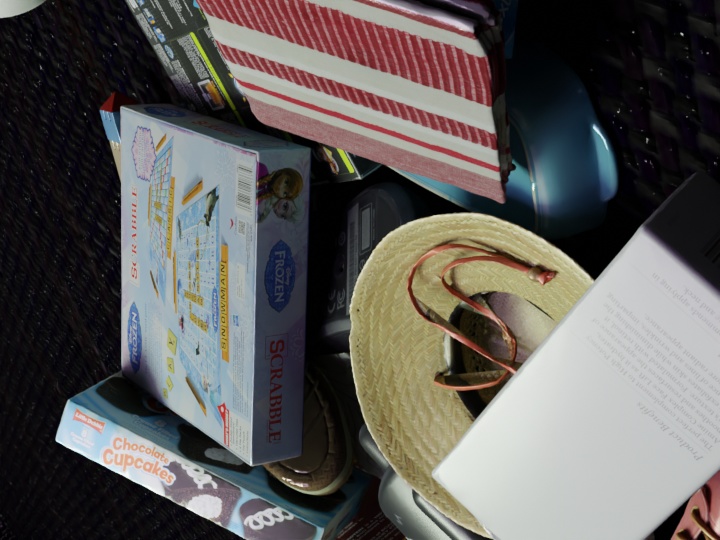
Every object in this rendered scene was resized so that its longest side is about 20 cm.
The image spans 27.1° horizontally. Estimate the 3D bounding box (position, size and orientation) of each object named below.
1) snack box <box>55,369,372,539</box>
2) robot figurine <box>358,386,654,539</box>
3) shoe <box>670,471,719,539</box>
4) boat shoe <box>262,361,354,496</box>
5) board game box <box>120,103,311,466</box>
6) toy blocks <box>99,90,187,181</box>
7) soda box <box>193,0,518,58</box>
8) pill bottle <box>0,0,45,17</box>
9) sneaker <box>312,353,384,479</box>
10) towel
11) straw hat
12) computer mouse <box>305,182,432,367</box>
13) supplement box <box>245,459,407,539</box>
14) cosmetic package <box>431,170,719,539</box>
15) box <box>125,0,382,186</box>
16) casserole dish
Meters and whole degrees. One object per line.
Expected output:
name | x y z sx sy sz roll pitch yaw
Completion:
snack box | -0.101 0.133 1.057 0.200 0.116 0.037 25 106 11
robot figurine | 0.091 0.149 0.942 0.200 0.150 0.125 44 142 22
shoe | 0.195 0.151 0.790 0.071 0.091 0.200 35 151 37
boat shoe | -0.055 0.092 1.063 0.200 0.072 0.076 53 177 42
board game box | -0.101 0.001 0.988 0.199 0.041 0.200 24 116 54
toy blocks | -0.132 -0.067 1.130 0.200 0.100 0.137 22 130 56
soda box | -0.008 -0.154 0.759 0.200 0.064 0.068 23 114 49
pill bottle | -0.273 -0.281 1.055 0.113 0.113 0.200 39 153 30
sneaker | 0.010 0.075 1.049 0.200 0.078 0.099 45 159 19
towel | -0.001 -0.092 0.675 0.144 0.023 0.200 19 167 12
straw hat | 0.094 0.046 0.833 0.201 0.085 0.201 15 120 26
computer mouse | 0.000 0.000 0.954 0.200 0.053 0.139 -19 64 59
supplement box | 0.020 0.240 1.112 0.200 0.197 0.133 1 124 61
cosmetic package | 0.130 0.061 0.712 0.102 0.074 0.200 43 132 9
box | -0.075 -0.146 0.952 0.200 0.047 0.193 60 154 -13
casserole dish | 0.053 -0.082 0.806 0.200 0.039 0.121 33 149 42
